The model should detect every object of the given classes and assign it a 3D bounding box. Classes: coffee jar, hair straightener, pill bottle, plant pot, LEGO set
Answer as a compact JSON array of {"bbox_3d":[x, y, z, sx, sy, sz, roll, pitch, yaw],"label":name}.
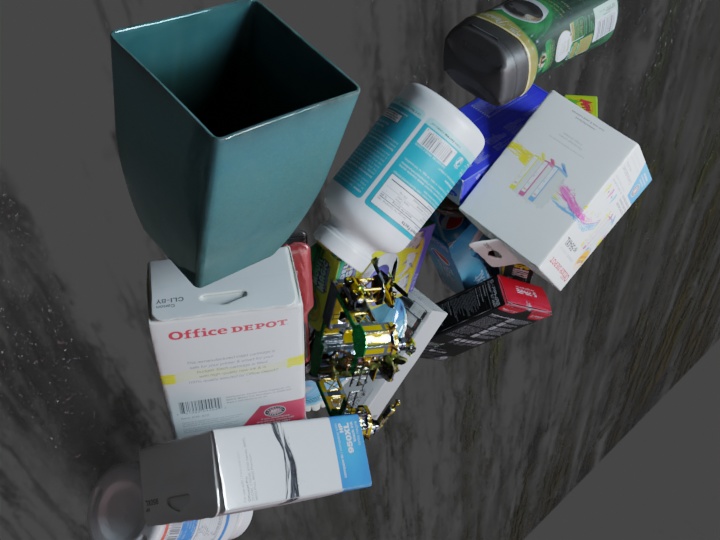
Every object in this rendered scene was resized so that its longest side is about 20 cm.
[{"bbox_3d":[0.191,-0.265,1.025,0.200,0.104,0.085,-34,145,-26],"label":"coffee jar"},{"bbox_3d":[-0.067,0.041,1.038,0.041,0.077,0.200,-11,120,-4],"label":"hair straightener"},{"bbox_3d":[0.035,-0.096,0.996,0.200,0.111,0.111,-51,151,3],"label":"pill bottle"},{"bbox_3d":[-0.115,-0.092,0.764,0.141,0.141,0.200,-27,149,-36],"label":"plant pot"},{"bbox_3d":[0.023,0.095,1.061,0.116,0.154,0.200,-4,122,-23],"label":"LEGO set"},{"bbox_3d":[-0.217,0.285,1.084,0.112,0.112,0.200,-54,152,6],"label":"pill bottle"}]

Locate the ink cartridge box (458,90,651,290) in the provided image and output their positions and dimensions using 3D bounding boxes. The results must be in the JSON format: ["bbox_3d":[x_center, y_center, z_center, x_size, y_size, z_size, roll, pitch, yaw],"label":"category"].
[{"bbox_3d":[0.222,-0.080,1.068,0.200,0.125,0.129,-52,153,5],"label":"ink cartridge box"}]

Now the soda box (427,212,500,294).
[{"bbox_3d":[0.141,-0.028,1.274,0.068,0.064,0.200,-46,152,-8],"label":"soda box"}]

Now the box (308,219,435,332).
[{"bbox_3d":[0.000,0.000,1.126,0.200,0.048,0.117,-21,140,-39],"label":"box"}]

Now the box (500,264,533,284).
[{"bbox_3d":[0.234,-0.073,1.255,0.200,0.049,0.160,65,39,-76],"label":"box"}]

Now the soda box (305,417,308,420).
[{"bbox_3d":[-0.136,0.178,1.117,0.063,0.068,0.200,-49,151,2],"label":"soda box"}]

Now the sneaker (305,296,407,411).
[{"bbox_3d":[-0.018,0.096,1.182,0.200,0.078,0.090,-42,146,-17],"label":"sneaker"}]

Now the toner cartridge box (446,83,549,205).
[{"bbox_3d":[0.157,-0.163,1.107,0.200,0.095,0.043,-33,147,-27],"label":"toner cartridge box"}]

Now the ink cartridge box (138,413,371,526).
[{"bbox_3d":[-0.112,0.211,0.969,0.200,0.084,0.145,3,161,-45],"label":"ink cartridge box"}]

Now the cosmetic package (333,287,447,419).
[{"bbox_3d":[0.028,0.116,1.265,0.051,0.083,0.200,13,113,-56],"label":"cosmetic package"}]

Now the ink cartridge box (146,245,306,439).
[{"bbox_3d":[-0.133,0.076,0.930,0.145,0.083,0.200,-7,138,-10],"label":"ink cartridge box"}]

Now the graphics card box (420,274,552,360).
[{"bbox_3d":[0.156,0.072,1.308,0.200,0.051,0.125,-29,154,34],"label":"graphics card box"}]

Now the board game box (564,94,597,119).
[{"bbox_3d":[0.311,-0.148,1.337,0.200,0.048,0.102,83,14,-53],"label":"board game box"}]

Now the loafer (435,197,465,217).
[{"bbox_3d":[0.145,-0.135,1.158,0.200,0.073,0.071,-38,147,-41],"label":"loafer"}]
